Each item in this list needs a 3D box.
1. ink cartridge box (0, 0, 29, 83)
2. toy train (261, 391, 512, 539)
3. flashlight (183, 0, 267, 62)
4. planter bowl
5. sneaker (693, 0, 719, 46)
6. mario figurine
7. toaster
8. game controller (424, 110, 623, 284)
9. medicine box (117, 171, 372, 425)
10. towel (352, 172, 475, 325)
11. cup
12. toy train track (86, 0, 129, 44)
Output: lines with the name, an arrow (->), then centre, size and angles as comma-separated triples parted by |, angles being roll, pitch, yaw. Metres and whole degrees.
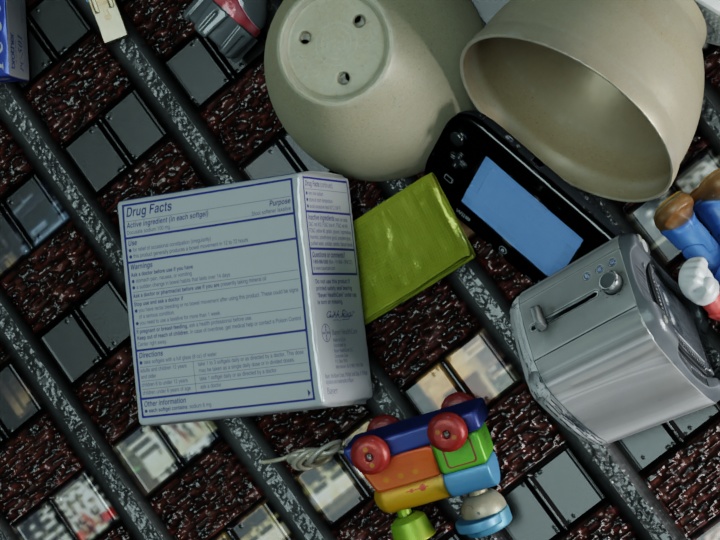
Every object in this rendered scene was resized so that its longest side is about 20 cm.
ink cartridge box -> -0.363, -0.273, 1.843 | 0.094, 0.044, 0.201 | -5, 86, 17
toy train -> 0.026, 0.188, 1.699 | 0.200, 0.085, 0.116 | -18, 96, 15
flashlight -> -0.068, -0.278, 1.751 | 0.200, 0.068, 0.068 | -46, 44, 5
planter bowl -> 0.199, -0.171, 1.615 | 0.200, 0.200, 0.135 | 29, 70, 15
sneaker -> 0.269, -0.275, 1.648 | 0.200, 0.074, 0.118 | 32, 75, 1
mario figurine -> 0.332, 0.006, 1.601 | 0.123, 0.106, 0.200 | -38, 77, 9
toaster -> 0.210, 0.064, 1.606 | 0.129, 0.200, 0.114 | -26, 54, 20
game controller -> 0.140, -0.046, 1.670 | 0.200, 0.042, 0.104 | 42, 132, 13
medicine box -> -0.099, 0.025, 1.707 | 0.182, 0.103, 0.201 | -7, 86, 25
towel -> 0.000, 0.000, 1.725 | 0.200, 0.018, 0.086 | -31, 80, 22
cup -> -0.001, -0.181, 1.684 | 0.200, 0.143, 0.201 | -1, 88, 15
toy train track -> -0.259, -0.304, 1.822 | 0.114, 0.033, 0.200 | -21, 88, 1
